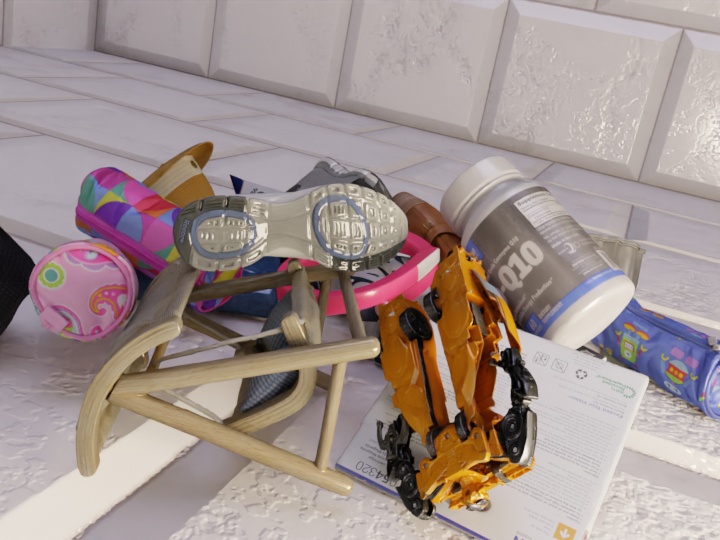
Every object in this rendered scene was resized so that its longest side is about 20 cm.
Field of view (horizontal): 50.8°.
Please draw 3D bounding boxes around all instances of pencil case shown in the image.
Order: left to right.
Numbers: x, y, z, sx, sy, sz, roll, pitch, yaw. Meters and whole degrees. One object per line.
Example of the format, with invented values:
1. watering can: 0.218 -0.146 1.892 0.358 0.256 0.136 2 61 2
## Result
1. pencil case: -0.247 0.014 0.689 0.087 0.088 0.200 5 1 -18
2. pencil case: -0.214 -0.034 0.804 0.199 0.089 0.088 30 24 20
3. pencil case: 0.359 0.092 0.890 0.078 0.088 0.200 -21 29 -20

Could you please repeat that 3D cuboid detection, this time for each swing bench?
1. swing bench: -0.101 0.065 0.604 0.198 0.131 0.199 8 16 -8

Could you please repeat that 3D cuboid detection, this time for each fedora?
1. fedora: -0.348 0.011 0.659 0.092 0.201 0.200 41 -1 -34
2. fedora: -0.246 -0.083 1.001 0.082 0.200 0.201 48 18 -6

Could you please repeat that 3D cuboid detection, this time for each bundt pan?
1. bundt pan: 0.277 0.008 1.019 0.200 0.077 0.202 5 -11 1

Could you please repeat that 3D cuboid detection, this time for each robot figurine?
1. robot figurine: 0.073 0.087 0.578 0.058 0.145 0.201 25 40 -36

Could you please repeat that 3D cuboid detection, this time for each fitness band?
1. fitness band: 0.000 0.000 0.807 0.143 0.038 0.200 11 28 33

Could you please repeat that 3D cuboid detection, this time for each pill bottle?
1. pill bottle: 0.177 -0.019 0.792 0.113 0.114 0.200 -7 51 -44

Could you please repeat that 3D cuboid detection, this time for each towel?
1. towel: -0.190 0.005 0.879 0.198 0.049 0.112 10 19 -4

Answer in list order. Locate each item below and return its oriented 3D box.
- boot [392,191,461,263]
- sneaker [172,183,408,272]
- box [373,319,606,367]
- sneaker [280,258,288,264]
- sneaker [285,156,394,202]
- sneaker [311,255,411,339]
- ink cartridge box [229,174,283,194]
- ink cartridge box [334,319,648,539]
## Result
1. boot: 0.120 -0.004 0.952 0.076 0.201 0.155 -36 37 -4
2. sneaker: -0.057 -0.042 0.646 0.198 0.075 0.087 2 11 -14
3. box: 0.139 0.094 0.806 0.199 0.050 0.157 -6 25 -43
4. sneaker: -0.131 -0.028 1.000 0.199 0.075 0.081 13 24 28
5. sneaker: -0.040 -0.072 0.930 0.115 0.075 0.200 -36 27 -13
6. sneaker: -0.016 0.026 0.884 0.128 0.080 0.199 6 25 14
7. ink cartridge box: -0.102 -0.064 1.059 0.199 0.100 0.039 19 56 24
8. ink cartridge box: 0.111 0.133 0.628 0.195 0.044 0.200 20 52 25
